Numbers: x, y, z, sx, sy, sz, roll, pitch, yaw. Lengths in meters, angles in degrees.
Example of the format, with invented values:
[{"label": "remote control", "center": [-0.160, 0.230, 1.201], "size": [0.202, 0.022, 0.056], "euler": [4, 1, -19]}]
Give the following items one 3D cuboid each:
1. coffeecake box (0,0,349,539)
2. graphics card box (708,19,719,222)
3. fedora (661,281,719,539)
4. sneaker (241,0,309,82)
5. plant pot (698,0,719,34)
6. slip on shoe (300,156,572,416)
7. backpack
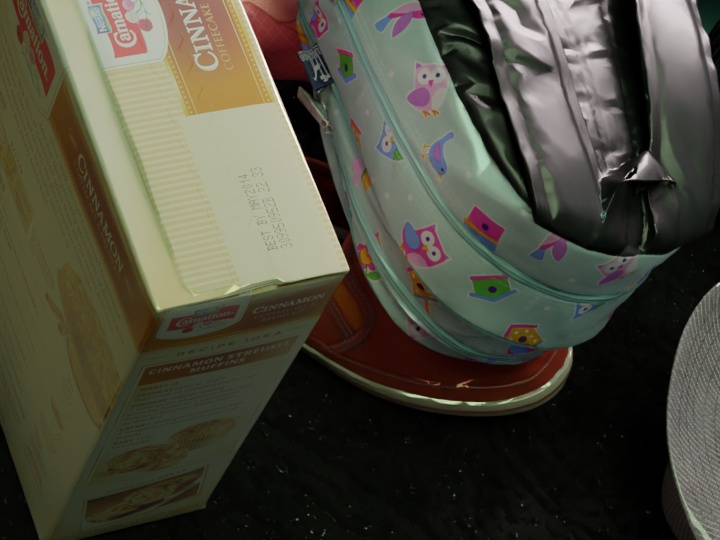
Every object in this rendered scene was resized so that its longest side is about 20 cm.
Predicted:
[{"label": "coffeecake box", "center": [-0.089, -0.012, 0.819], "size": [0.073, 0.200, 0.154], "euler": [-12, 66, -25]}, {"label": "graphics card box", "center": [0.227, -0.037, 0.993], "size": [0.199, 0.126, 0.051], "euler": [33, 63, 2]}, {"label": "fedora", "center": [0.196, 0.097, 0.928], "size": [0.199, 0.090, 0.178], "euler": [18, 58, -13]}, {"label": "sneaker", "center": [-0.099, -0.093, 0.952], "size": [0.198, 0.074, 0.088], "euler": [10, 73, -10]}, {"label": "plant pot", "center": [0.224, -0.205, 1.063], "size": [0.141, 0.141, 0.201], "euler": [24, 45, -35]}, {"label": "slip on shoe", "center": [0.000, 0.000, 0.929], "size": [0.199, 0.061, 0.074], "euler": [27, 54, -5]}, {"label": "backpack", "center": [0.058, -0.066, 0.894], "size": [0.166, 0.127, 0.201], "euler": [1, 58, -32]}]
